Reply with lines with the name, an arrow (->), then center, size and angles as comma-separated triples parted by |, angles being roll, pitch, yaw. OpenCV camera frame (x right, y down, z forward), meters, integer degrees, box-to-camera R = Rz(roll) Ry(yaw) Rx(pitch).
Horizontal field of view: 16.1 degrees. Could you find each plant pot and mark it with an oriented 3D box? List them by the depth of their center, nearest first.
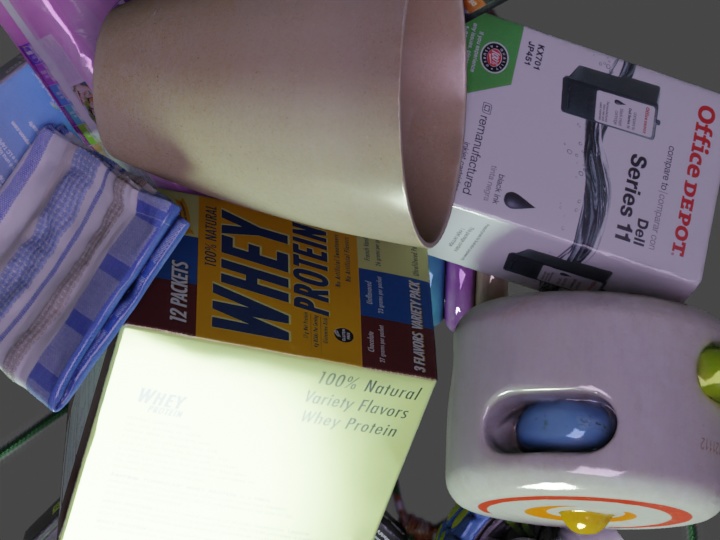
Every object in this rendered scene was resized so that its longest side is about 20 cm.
plant pot -> -0.052, -0.109, 1.522 | 0.199, 0.187, 0.188 | 1, 108, 14

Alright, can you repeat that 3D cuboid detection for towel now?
towel -> -0.188, -0.006, 1.558 | 0.024, 0.200, 0.147 | 35, 88, -35

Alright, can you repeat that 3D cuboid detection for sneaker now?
sneaker -> 0.116, 0.172, 1.769 | 0.083, 0.071, 0.200 | 39, 101, -11

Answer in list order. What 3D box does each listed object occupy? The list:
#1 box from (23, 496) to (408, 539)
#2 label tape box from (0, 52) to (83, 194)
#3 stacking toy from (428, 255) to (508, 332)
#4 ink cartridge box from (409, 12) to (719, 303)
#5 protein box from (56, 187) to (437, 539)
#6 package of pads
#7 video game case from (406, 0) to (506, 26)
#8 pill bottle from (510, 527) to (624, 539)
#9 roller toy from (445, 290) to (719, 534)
box -> -0.100, 0.189, 1.779 | 0.193, 0.048, 0.200 | -44, 104, 7
label tape box -> -0.251, -0.028, 1.669 | 0.200, 0.066, 0.144 | -38, 106, -7
stacking toy -> 0.000, 0.000, 1.711 | 0.199, 0.085, 0.086 | 2, 108, 3
ink cartridge box -> 0.130, -0.066, 1.653 | 0.199, 0.083, 0.147 | 17, 65, -8
protein box -> -0.075, 0.077, 1.616 | 0.198, 0.135, 0.200 | 10, 130, -11
package of pads -> -0.140, -0.137, 1.637 | 0.121, 0.076, 0.200 | -45, 109, -30
video game case -> 0.011, -0.216, 1.537 | 0.180, 0.026, 0.200 | -26, 133, 27
pill bottle -> 0.095, 0.250, 1.702 | 0.200, 0.116, 0.116 | -30, 107, -11
roller toy -> 0.144, 0.098, 1.622 | 0.182, 0.200, 0.140 | 9, 76, -21
